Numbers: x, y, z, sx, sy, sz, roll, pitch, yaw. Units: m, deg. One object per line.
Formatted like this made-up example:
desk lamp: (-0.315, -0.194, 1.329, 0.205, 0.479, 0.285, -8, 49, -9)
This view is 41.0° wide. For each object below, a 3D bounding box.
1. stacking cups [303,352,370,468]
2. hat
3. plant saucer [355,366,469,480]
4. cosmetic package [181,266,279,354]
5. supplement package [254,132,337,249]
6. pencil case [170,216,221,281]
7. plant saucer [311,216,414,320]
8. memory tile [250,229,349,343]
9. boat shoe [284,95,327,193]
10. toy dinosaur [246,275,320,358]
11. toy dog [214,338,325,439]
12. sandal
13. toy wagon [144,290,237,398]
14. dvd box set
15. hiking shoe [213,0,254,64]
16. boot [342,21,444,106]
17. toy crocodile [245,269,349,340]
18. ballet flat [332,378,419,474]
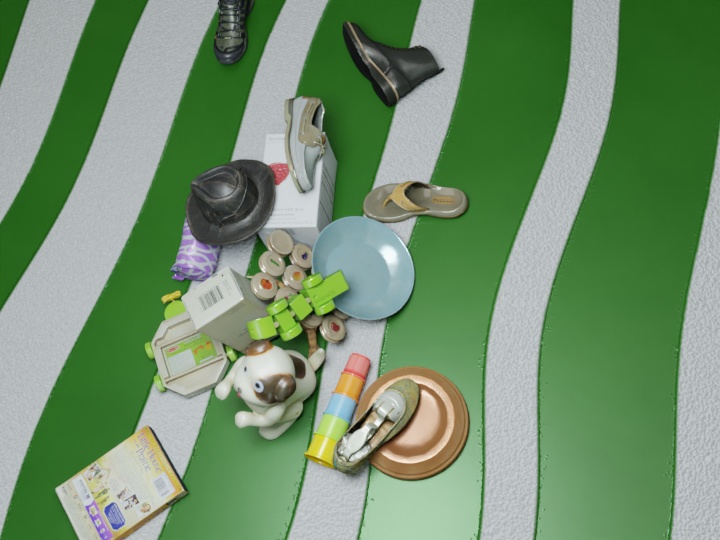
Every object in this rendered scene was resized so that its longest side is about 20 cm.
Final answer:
stacking cups: (-0.031, 0.243, 1.683, 0.060, 0.061, 0.200, 19, 68, 17)
hat: (-0.256, -0.140, 1.758, 0.200, 0.081, 0.201, -13, 61, 24)
plant saucer: (0.087, 0.259, 1.662, 0.199, 0.037, 0.201, -4, 66, 8)
cosmetic package: (-0.217, 0.074, 1.698, 0.103, 0.200, 0.073, -33, 64, 8)
supplement package: (-0.120, -0.146, 1.826, 0.121, 0.120, 0.201, -1, 66, 11)
pencil case: (-0.306, -0.073, 1.854, 0.085, 0.084, 0.201, -12, 58, 46)
plant saucer: (0.000, 0.000, 1.759, 0.200, 0.039, 0.202, 9, 65, -19)
memory tile: (-0.096, 0.026, 1.724, 0.200, 0.017, 0.154, 33, 49, -18)
boat shoe: (-0.097, -0.236, 1.754, 0.068, 0.075, 0.201, -11, 64, 10)
toy dinosaur: (-0.109, 0.063, 1.728, 0.060, 0.106, 0.200, -24, 103, 32)
toy dog: (-0.147, 0.192, 1.635, 0.193, 0.200, 0.140, -24, 73, 1)
sandal: (0.102, -0.136, 1.818, 0.199, 0.054, 0.081, 0, 67, 10)
toy wagon: (-0.320, 0.132, 1.788, 0.155, 0.040, 0.200, -23, 64, 0)
dvd box set: (-0.422, 0.389, 1.700, 0.200, 0.029, 0.146, -35, 65, -5)
hiking shoe: (-0.278, -0.533, 2.031, 0.075, 0.101, 0.201, 1, 67, 11)
boot: (0.063, -0.442, 1.953, 0.138, 0.077, 0.200, -30, 78, -8)
toy crocodile: (-0.104, 0.060, 1.651, 0.200, 0.062, 0.068, -35, 103, -24)
ballet flat: (0.027, 0.257, 1.618, 0.071, 0.071, 0.200, 39, 78, 22)
